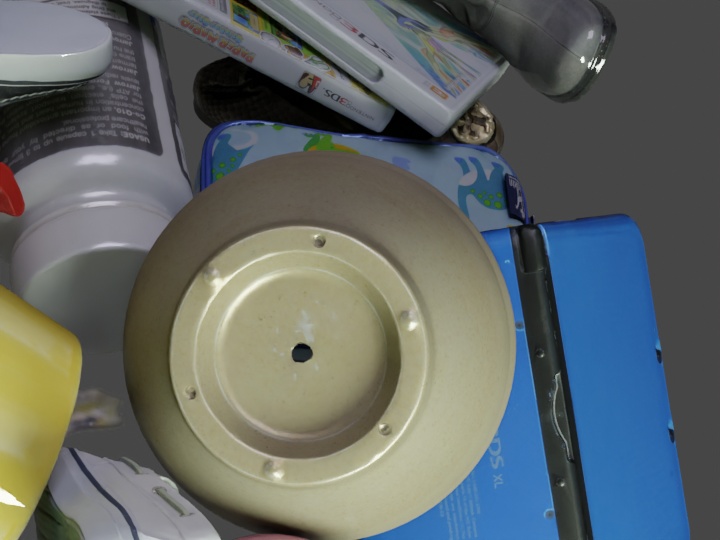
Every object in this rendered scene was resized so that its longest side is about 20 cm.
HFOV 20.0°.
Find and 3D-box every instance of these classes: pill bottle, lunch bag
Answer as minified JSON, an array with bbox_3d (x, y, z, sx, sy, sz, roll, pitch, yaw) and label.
[{"bbox_3d":[-0.154,-0.061,1.133,0.114,0.114,0.200,0,52,-18],"label":"pill bottle"},{"bbox_3d":[0.000,0.000,1.158,0.200,0.083,0.161,9,53,-10],"label":"lunch bag"}]

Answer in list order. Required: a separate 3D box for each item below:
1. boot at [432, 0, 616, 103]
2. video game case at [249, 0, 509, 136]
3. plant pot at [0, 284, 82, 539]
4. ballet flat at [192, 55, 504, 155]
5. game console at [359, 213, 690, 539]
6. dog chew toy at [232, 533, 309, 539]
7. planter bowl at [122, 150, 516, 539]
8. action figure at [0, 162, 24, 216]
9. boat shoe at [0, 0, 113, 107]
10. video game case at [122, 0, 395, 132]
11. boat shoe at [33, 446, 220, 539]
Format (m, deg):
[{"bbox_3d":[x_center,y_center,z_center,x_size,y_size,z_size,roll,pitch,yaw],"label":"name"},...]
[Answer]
[{"bbox_3d":[0.068,-0.175,1.279,0.131,0.070,0.200,22,12,-29],"label":"boot"},{"bbox_3d":[-0.001,-0.160,1.247,0.182,0.022,0.200,36,20,2],"label":"video game case"},{"bbox_3d":[-0.244,0.054,0.969,0.189,0.201,0.201,24,46,-20],"label":"plant pot"},{"bbox_3d":[-0.004,-0.102,1.260,0.200,0.046,0.067,10,50,-10],"label":"ballet flat"},{"bbox_3d":[0.082,0.079,1.097,0.170,0.118,0.201,-9,88,7],"label":"game console"},{"bbox_3d":[-0.072,0.214,0.936,0.124,0.125,0.200,39,59,15],"label":"dog chew toy"},{"bbox_3d":[-0.025,0.038,0.978,0.200,0.135,0.201,0,90,4],"label":"planter bowl"},{"bbox_3d":[-0.284,-0.052,1.058,0.200,0.099,0.065,3,50,26],"label":"action figure"},{"bbox_3d":[-0.224,-0.099,1.084,0.199,0.068,0.072,-1,29,11],"label":"boat shoe"},{"bbox_3d":[-0.070,-0.168,1.229,0.182,0.023,0.200,26,21,-18],"label":"video game case"},{"bbox_3d":[-0.112,0.127,0.964,0.067,0.074,0.200,-8,12,-17],"label":"boat shoe"}]
